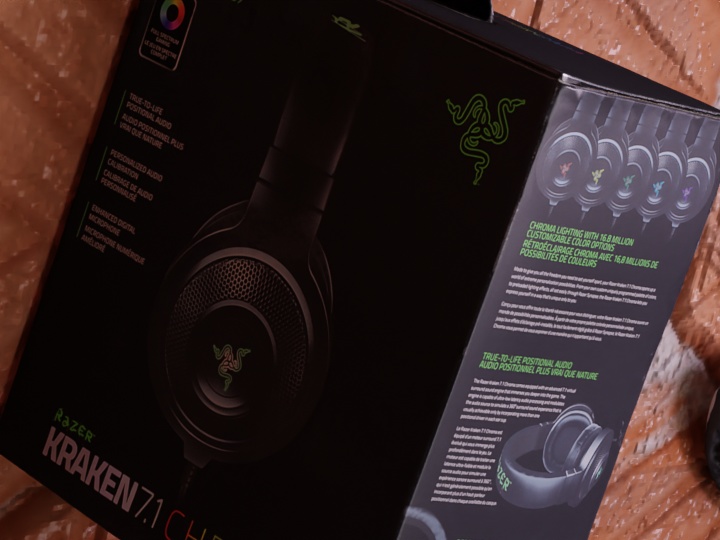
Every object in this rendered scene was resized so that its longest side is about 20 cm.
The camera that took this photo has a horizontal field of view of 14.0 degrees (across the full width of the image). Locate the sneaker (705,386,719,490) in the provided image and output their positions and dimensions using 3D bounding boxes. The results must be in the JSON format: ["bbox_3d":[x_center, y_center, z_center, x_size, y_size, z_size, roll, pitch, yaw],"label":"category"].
[{"bbox_3d":[0.205,0.075,1.259,0.200,0.071,0.083,50,49,-49],"label":"sneaker"}]

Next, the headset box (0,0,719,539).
[{"bbox_3d":[0.000,0.000,0.894,0.093,0.174,0.201,8,106,-48],"label":"headset box"}]
